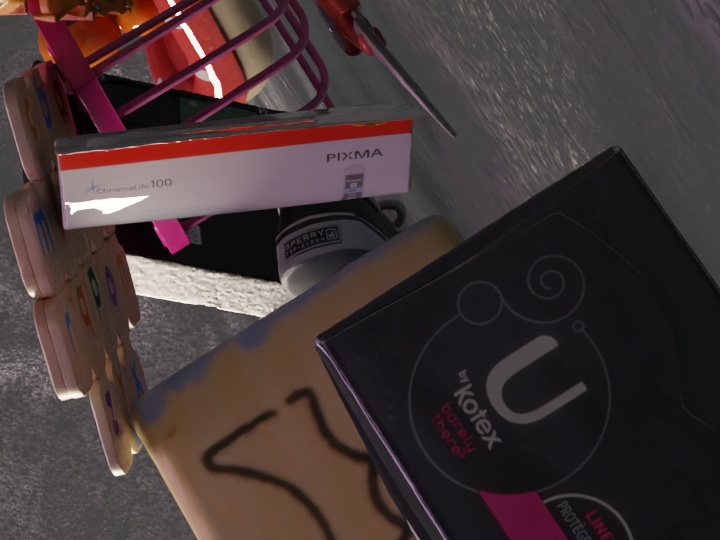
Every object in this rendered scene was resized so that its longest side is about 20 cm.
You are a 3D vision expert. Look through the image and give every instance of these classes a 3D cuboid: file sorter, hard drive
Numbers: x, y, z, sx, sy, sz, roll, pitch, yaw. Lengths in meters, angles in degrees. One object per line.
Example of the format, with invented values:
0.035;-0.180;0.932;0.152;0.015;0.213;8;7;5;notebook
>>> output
-0.101;-0.132;1.411;0.139;0.125;0.200;58;176;25;file sorter
-0.095;-0.042;1.531;0.038;0.200;0.140;122;148;-43;hard drive

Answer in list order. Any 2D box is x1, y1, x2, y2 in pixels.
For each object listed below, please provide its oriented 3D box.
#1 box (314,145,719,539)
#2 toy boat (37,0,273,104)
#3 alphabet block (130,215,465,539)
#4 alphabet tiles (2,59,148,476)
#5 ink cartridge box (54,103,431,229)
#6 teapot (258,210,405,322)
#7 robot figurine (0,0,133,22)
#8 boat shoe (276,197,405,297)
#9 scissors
0.071;0.067;0.808;0.122;0.106;0.200;56;176;19;box
-0.142;-0.165;1.673;0.131;0.131;0.200;56;176;39;toy boat
0.031;0.131;1.330;0.200;0.195;0.196;57;179;33;alphabet block
-0.139;-0.003;1.313;0.200;0.015;0.196;-70;-34;-79;alphabet tiles
-0.055;-0.044;1.189;0.200;0.160;0.047;-139;44;-82;ink cartridge box
-0.003;0.067;1.656;0.197;0.146;0.200;55;175;44;teapot
-0.162;-0.217;1.255;0.145;0.058;0.200;4;105;42;robot figurine
-0.003;0.001;1.417;0.199;0.073;0.068;46;-150;-60;boat shoe
-0.003;-0.106;1.126;0.073;0.014;0.200;61;178;-21;scissors
